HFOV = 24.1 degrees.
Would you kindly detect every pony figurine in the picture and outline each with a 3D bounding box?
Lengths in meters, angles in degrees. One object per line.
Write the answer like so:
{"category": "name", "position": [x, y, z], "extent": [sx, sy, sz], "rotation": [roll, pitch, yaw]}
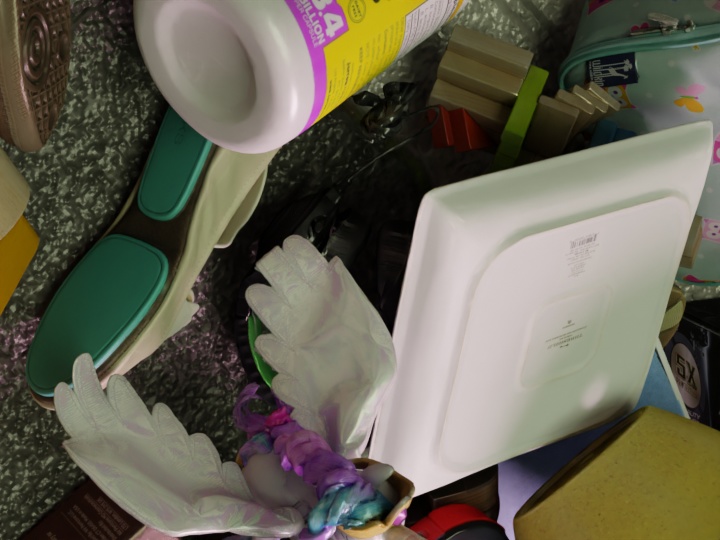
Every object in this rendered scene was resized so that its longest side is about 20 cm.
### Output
{"category": "pony figurine", "position": [-0.031, 0.105, 0.817], "extent": [0.166, 0.193, 0.201], "rotation": [-36, 154, -22]}

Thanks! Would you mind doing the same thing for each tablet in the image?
{"category": "tablet", "position": [0.101, 0.113, 1.010], "extent": [0.199, 0.014, 0.131], "rotation": [-27, 123, 1]}

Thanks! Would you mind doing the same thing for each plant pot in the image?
{"category": "plant pot", "position": [0.168, 0.161, 0.936], "extent": [0.200, 0.200, 0.142], "rotation": [-38, 85, -16]}

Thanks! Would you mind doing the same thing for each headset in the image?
{"category": "headset", "position": [0.000, 0.000, 0.874], "extent": [0.122, 0.094, 0.202], "rotation": [15, 111, 4]}

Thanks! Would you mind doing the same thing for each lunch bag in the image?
{"category": "lunch bag", "position": [0.211, -0.080, 0.956], "extent": [0.201, 0.159, 0.077], "rotation": [56, 47, -35]}

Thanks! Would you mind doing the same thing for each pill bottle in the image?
{"category": "pill bottle", "position": [-0.009, -0.147, 0.821], "extent": [0.200, 0.104, 0.105], "rotation": [-41, 125, -36]}

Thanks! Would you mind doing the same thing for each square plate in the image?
{"category": "square plate", "position": [0.098, 0.028, 0.886], "extent": [0.199, 0.028, 0.200], "rotation": [-16, 132, -33]}

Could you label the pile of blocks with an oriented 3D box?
{"category": "pile of blocks", "position": [0.114, -0.051, 0.922], "extent": [0.199, 0.082, 0.063], "rotation": [33, 61, -17]}

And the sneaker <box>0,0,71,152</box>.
{"category": "sneaker", "position": [-0.183, -0.146, 0.762], "extent": [0.075, 0.071, 0.201], "rotation": [4, 128, 11]}

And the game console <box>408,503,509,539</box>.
{"category": "game console", "position": [0.014, 0.238, 0.954], "extent": [0.199, 0.031, 0.178], "rotation": [-33, 126, -12]}

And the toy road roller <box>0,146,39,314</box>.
{"category": "toy road roller", "position": [-0.251, 0.003, 0.747], "extent": [0.123, 0.145, 0.201], "rotation": [58, 37, -31]}

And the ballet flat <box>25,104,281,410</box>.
{"category": "ballet flat", "position": [-0.096, -0.011, 0.857], "extent": [0.069, 0.069, 0.201], "rotation": [32, 88, -35]}

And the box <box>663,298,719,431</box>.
{"category": "box", "position": [0.315, 0.076, 1.077], "extent": [0.198, 0.163, 0.087], "rotation": [-6, 109, -29]}

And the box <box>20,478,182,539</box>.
{"category": "box", "position": [-0.167, 0.207, 0.878], "extent": [0.200, 0.075, 0.100], "rotation": [-41, 123, -12]}

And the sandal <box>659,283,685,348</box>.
{"category": "sandal", "position": [0.099, 0.021, 0.988], "extent": [0.198, 0.054, 0.081], "rotation": [-1, 131, -27]}

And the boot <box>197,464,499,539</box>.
{"category": "boot", "position": [0.004, 0.211, 0.996], "extent": [0.185, 0.064, 0.202], "rotation": [-11, 124, -11]}
